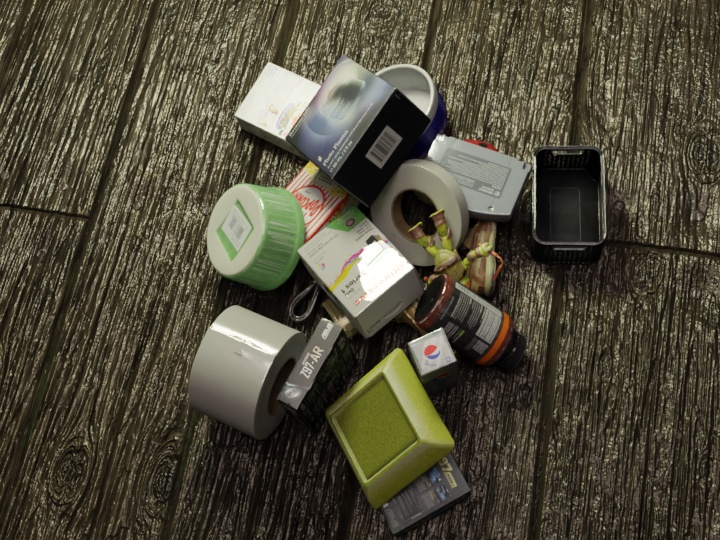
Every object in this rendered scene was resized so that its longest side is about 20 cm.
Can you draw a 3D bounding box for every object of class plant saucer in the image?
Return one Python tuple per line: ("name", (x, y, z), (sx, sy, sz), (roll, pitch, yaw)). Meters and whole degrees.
("plant saucer", (0.035, 0.270, 1.527), (0.200, 0.048, 0.202), (-42, 63, 22))

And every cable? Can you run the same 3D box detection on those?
("cable", (-0.074, 0.013, 1.748), (0.095, 0.050, 0.204), (15, 81, 8))

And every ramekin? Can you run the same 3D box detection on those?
("ramekin", (-0.207, -0.068, 1.709), (0.197, 0.097, 0.205), (-11, 74, 41))

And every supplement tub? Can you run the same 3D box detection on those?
("supplement tub", (0.200, 0.100, 1.598), (0.198, 0.107, 0.108), (33, 74, -13))

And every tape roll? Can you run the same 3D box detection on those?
("tape roll", (-0.199, 0.183, 1.607), (0.137, 0.203, 0.206), (21, 73, 15))
("tape roll", (0.110, -0.107, 1.686), (0.200, 0.206, 0.037), (31, 37, 19))

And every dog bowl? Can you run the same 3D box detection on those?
("dog bowl", (0.072, -0.306, 1.787), (0.196, 0.079, 0.204), (-15, 57, 24))

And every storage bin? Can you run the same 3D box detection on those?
("storage bin", (0.391, -0.124, 1.692), (0.132, 0.094, 0.205), (1, 68, 9))

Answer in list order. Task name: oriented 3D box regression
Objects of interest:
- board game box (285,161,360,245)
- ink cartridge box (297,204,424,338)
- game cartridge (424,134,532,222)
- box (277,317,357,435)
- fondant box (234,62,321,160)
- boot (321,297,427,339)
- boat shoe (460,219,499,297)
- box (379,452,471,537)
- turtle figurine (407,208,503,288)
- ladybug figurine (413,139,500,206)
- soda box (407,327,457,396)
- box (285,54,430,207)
("board game box", (-0.088, -0.132, 1.770), (0.150, 0.046, 0.201), (31, 75, 41))
("ink cartridge box", (0.000, 0.000, 1.643), (0.144, 0.084, 0.200), (-38, 55, -7))
("game cartridge", (0.210, -0.170, 1.690), (0.197, 0.041, 0.135), (22, 70, 18))
("box", (-0.072, 0.191, 1.583), (0.043, 0.201, 0.162), (25, 74, 16))
("fondant box", (-0.144, -0.332, 1.877), (0.197, 0.058, 0.146), (27, 75, 18))
("boot", (0.033, 0.090, 1.675), (0.154, 0.073, 0.201), (-38, 66, -7))
("boat shoe", (0.225, -0.049, 1.700), (0.072, 0.076, 0.205), (0, 68, 12))
("box", (0.084, 0.341, 1.580), (0.156, 0.051, 0.202), (-29, 67, -2))
("turtle figurine", (0.151, -0.018, 1.634), (0.163, 0.199, 0.064), (57, 41, -2))
("ladybug figurine", (0.193, -0.199, 1.763), (0.196, 0.072, 0.138), (-17, 67, 2))
("soda box", (0.128, 0.164, 1.561), (0.067, 0.200, 0.064), (-23, 71, -1))
("box", (-0.010, -0.264, 1.672), (0.202, 0.122, 0.198), (-54, 43, 5))
